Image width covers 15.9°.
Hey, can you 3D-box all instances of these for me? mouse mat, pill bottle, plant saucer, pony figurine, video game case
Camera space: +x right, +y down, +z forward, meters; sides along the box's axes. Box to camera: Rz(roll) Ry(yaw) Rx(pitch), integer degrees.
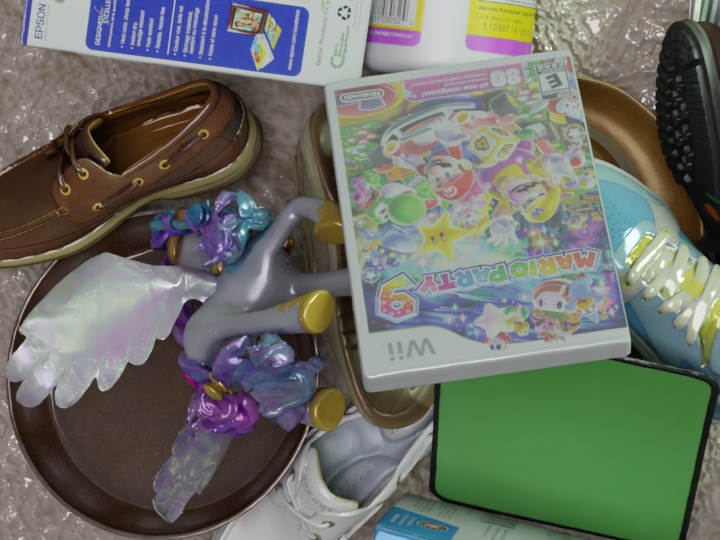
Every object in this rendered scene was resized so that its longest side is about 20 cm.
[{"bbox_3d":[0.119,0.098,1.498,0.160,0.200,0.008,12,57,8],"label":"mouse mat"},{"bbox_3d":[0.058,-0.212,1.515,0.104,0.104,0.201,7,94,8],"label":"pill bottle"},{"bbox_3d":[-0.118,0.064,1.580,0.199,0.034,0.202,-1,83,13],"label":"plant saucer"},{"bbox_3d":[-0.078,0.034,1.471,0.167,0.199,0.194,48,64,-35],"label":"pony figurine"},{"bbox_3d":[0.061,-0.031,1.406,0.142,0.018,0.201,-8,55,0],"label":"video game case"}]

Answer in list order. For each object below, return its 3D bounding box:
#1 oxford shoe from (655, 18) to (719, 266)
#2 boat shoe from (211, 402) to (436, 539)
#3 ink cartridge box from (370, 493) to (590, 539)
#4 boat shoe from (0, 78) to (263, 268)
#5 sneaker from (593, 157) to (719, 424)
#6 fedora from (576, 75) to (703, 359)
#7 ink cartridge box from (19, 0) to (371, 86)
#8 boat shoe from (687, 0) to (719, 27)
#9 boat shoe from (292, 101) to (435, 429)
[{"bbox_3d":[0.226,-0.065,1.500,0.084,0.073,0.201,-29,119,-12],"label":"oxford shoe"},{"bbox_3d":[-0.022,0.129,1.565,0.200,0.069,0.071,-45,86,8],"label":"boat shoe"},{"bbox_3d":[0.103,0.200,1.511,0.199,0.146,0.086,15,94,7],"label":"ink cartridge box"},{"bbox_3d":[-0.160,-0.065,1.564,0.199,0.068,0.072,-22,57,7],"label":"boat shoe"},{"bbox_3d":[0.190,0.013,1.437,0.200,0.130,0.080,45,76,-24],"label":"sneaker"},{"bbox_3d":[0.110,-0.016,1.529,0.199,0.082,0.202,0,93,8],"label":"fedora"},{"bbox_3d":[-0.091,-0.162,1.469,0.199,0.037,0.095,6,99,-16],"label":"ink cartridge box"},{"bbox_3d":[0.228,-0.210,1.510,0.071,0.062,0.201,6,94,8],"label":"boat shoe"},{"bbox_3d":[0.000,0.000,1.541,0.072,0.065,0.201,-7,77,-24],"label":"boat shoe"}]
